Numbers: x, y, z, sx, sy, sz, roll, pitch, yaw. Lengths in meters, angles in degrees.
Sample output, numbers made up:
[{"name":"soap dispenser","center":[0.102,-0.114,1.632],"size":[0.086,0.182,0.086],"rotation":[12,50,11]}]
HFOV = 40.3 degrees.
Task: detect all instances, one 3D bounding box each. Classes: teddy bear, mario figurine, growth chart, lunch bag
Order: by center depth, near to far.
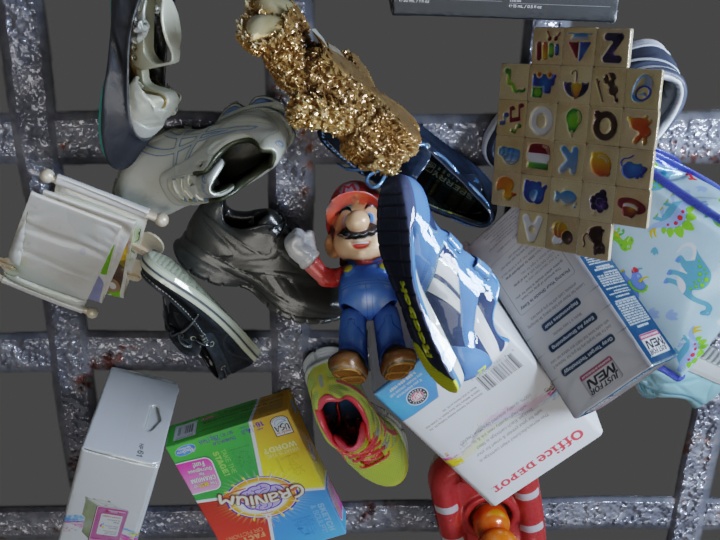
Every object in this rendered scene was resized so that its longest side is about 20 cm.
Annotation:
[{"name":"teddy bear","center":[-0.034,-0.161,0.867],"size":[0.067,0.146,0.199],"rotation":[-41,128,21]},{"name":"mario figurine","center":[0.000,0.000,0.943],"size":[0.122,0.202,0.106],"rotation":[10,150,-32]},{"name":"lunch bag","center":[0.284,-0.022,0.981],"size":[0.199,0.127,0.171],"rotation":[32,116,10]},{"name":"growth chart","center":[-0.283,-0.019,0.983],"size":[0.144,0.018,0.200],"rotation":[27,133,-19]}]

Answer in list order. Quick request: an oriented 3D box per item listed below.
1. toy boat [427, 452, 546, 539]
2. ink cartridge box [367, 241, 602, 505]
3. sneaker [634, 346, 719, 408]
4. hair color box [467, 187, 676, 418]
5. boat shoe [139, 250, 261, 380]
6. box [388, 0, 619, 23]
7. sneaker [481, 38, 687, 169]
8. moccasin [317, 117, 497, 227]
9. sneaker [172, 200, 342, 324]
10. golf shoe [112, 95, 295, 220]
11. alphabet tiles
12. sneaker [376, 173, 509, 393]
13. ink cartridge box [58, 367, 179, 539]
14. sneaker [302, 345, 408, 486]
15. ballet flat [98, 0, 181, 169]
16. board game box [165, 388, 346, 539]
[{"name":"toy boat","center":[0.155,0.301,1.151],"size":[0.129,0.131,0.202],"rotation":[-12,119,4]},{"name":"ink cartridge box","center":[0.127,0.109,1.032],"size":[0.146,0.146,0.200],"rotation":[-38,114,17]},{"name":"sneaker","center":[0.318,0.103,1.081],"size":[0.199,0.074,0.082],"rotation":[25,113,-15]},{"name":"hair color box","center":[0.200,0.028,0.947],"size":[0.060,0.201,0.100],"rotation":[-8,152,-49]},{"name":"boat shoe","center":[-0.169,0.052,0.997],"size":[0.062,0.075,0.200],"rotation":[-42,142,-7]},{"name":"box","center":[0.126,-0.296,0.844],"size":[0.198,0.079,0.142],"rotation":[2,123,-3]},{"name":"sneaker","center":[0.208,-0.141,0.916],"size":[0.199,0.109,0.070],"rotation":[-29,117,13]},{"name":"moccasin","center":[0.052,-0.105,0.952],"size":[0.198,0.068,0.081],"rotation":[21,116,-12]},{"name":"sneaker","center":[-0.086,-0.012,0.999],"size":[0.198,0.076,0.091],"rotation":[23,110,-17]},{"name":"golf shoe","center":[-0.157,-0.095,0.933],"size":[0.199,0.098,0.079],"rotation":[-27,119,14]},{"name":"alphabet tiles","center":[0.191,-0.116,0.887],"size":[0.006,0.165,0.202],"rotation":[-8,105,-46]},{"name":"sneaker","center":[0.073,0.004,0.876],"size":[0.082,0.074,0.202],"rotation":[-24,105,-15]},{"name":"ink cartridge box","center":[-0.270,0.231,1.083],"size":[0.084,0.145,0.201],"rotation":[17,118,-11]},{"name":"sneaker","center":[-0.006,0.184,1.101],"size":[0.078,0.091,0.201],"rotation":[-29,118,11]},{"name":"ballet flat","center":[-0.195,-0.181,0.885],"size":[0.072,0.073,0.202],"rotation":[7,111,-7]},{"name":"board game box","center":[-0.119,0.248,1.160],"size":[0.152,0.040,0.201],"rotation":[-18,119,8]}]
